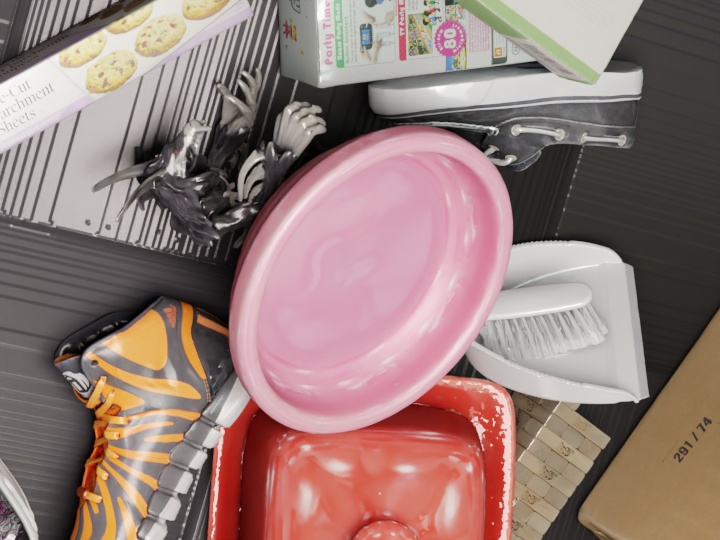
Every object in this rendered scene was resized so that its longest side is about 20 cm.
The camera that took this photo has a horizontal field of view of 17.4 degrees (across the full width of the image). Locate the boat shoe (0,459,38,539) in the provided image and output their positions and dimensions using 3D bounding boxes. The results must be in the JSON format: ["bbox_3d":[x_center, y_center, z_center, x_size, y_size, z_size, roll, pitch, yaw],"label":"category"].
[{"bbox_3d":[-0.259,0.107,1.394,0.072,0.068,0.201,-36,116,-13],"label":"boat shoe"}]

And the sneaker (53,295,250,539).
[{"bbox_3d":[-0.157,0.104,1.448,0.112,0.077,0.201,37,75,-24],"label":"sneaker"}]

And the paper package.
[{"bbox_3d":[0.275,0.139,1.590,0.103,0.190,0.201,39,84,-28],"label":"paper package"}]

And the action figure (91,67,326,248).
[{"bbox_3d":[-0.060,-0.067,1.423,0.199,0.119,0.103,2,112,-36],"label":"action figure"}]

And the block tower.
[{"bbox_3d":[0.088,0.166,1.585,0.058,0.054,0.201,36,87,-29],"label":"block tower"}]

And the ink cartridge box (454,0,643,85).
[{"bbox_3d":[0.134,-0.235,1.437,0.145,0.048,0.201,32,87,-30],"label":"ink cartridge box"}]

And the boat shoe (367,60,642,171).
[{"bbox_3d":[0.094,-0.097,1.514,0.199,0.072,0.068,-6,104,-32],"label":"boat shoe"}]

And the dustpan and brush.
[{"bbox_3d":[0.082,0.028,1.528,0.198,0.140,0.058,-6,132,5],"label":"dustpan and brush"}]

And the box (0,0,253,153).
[{"bbox_3d":[-0.158,-0.126,1.399,0.199,0.039,0.042,-30,113,-16],"label":"box"}]

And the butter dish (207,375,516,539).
[{"bbox_3d":[0.006,0.167,1.465,0.198,0.148,0.202,4,92,-6],"label":"butter dish"}]

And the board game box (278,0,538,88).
[{"bbox_3d":[0.049,-0.199,1.466,0.199,0.064,0.149,-8,106,-25],"label":"board game box"}]

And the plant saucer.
[{"bbox_3d":[0.000,0.000,1.402,0.200,0.051,0.202,-22,132,-27],"label":"plant saucer"}]
